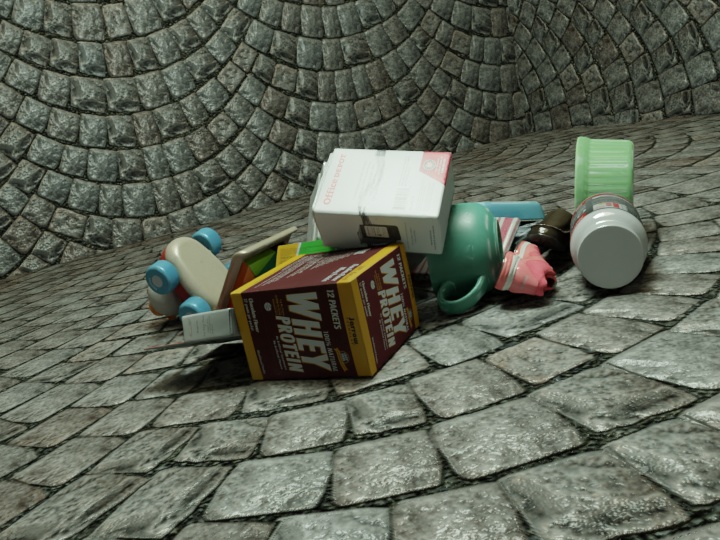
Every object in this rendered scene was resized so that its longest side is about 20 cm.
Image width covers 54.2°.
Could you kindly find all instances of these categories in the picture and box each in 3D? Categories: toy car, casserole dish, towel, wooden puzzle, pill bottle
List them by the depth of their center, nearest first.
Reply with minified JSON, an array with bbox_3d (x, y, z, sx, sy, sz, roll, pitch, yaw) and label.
[{"bbox_3d":[0.387,-0.048,1.101,0.114,0.118,0.200,-8,13,19],"label":"pill bottle"},{"bbox_3d":[0.193,-0.038,1.314,0.198,0.030,0.147,-1,47,38],"label":"towel"},{"bbox_3d":[-0.202,0.019,1.346,0.037,0.201,0.185,36,32,13],"label":"wooden puzzle"},{"bbox_3d":[0.281,-0.119,1.421,0.197,0.040,0.121,-2,4,-24],"label":"casserole dish"},{"bbox_3d":[-0.360,0.048,1.434,0.199,0.177,0.185,-38,8,36],"label":"toy car"}]

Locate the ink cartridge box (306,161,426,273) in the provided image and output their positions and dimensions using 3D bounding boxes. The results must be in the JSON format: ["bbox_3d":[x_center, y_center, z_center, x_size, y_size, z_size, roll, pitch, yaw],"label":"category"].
[{"bbox_3d":[0.009,-0.085,1.273,0.197,0.149,0.146,8,-20,-11],"label":"ink cartridge box"}]

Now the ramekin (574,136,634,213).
[{"bbox_3d":[0.448,-0.144,1.287,0.096,0.204,0.200,1,17,21],"label":"ramekin"}]

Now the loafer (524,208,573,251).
[{"bbox_3d":[0.343,-0.077,1.260,0.072,0.073,0.199,13,9,22],"label":"loafer"}]

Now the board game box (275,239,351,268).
[{"bbox_3d":[-0.033,0.001,1.236,0.151,0.041,0.200,-6,-21,25],"label":"board game box"}]

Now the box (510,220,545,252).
[{"bbox_3d":[0.265,-0.054,1.393,0.198,0.052,0.157,1,18,43],"label":"box"}]

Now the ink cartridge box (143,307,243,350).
[{"bbox_3d":[-0.212,0.090,1.111,0.171,0.044,0.199,-9,-6,27],"label":"ink cartridge box"}]

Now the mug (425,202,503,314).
[{"bbox_3d":[0.177,-0.018,1.161,0.112,0.188,0.152,-8,-11,16],"label":"mug"}]

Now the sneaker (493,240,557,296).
[{"bbox_3d":[0.275,0.008,1.131,0.086,0.075,0.200,24,19,18],"label":"sneaker"}]

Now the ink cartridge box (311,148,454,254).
[{"bbox_3d":[0.039,-0.111,1.106,0.197,0.084,0.147,4,52,16],"label":"ink cartridge box"}]

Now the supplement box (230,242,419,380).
[{"bbox_3d":[-0.045,0.058,1.036,0.197,0.135,0.197,-6,14,27],"label":"supplement box"}]
